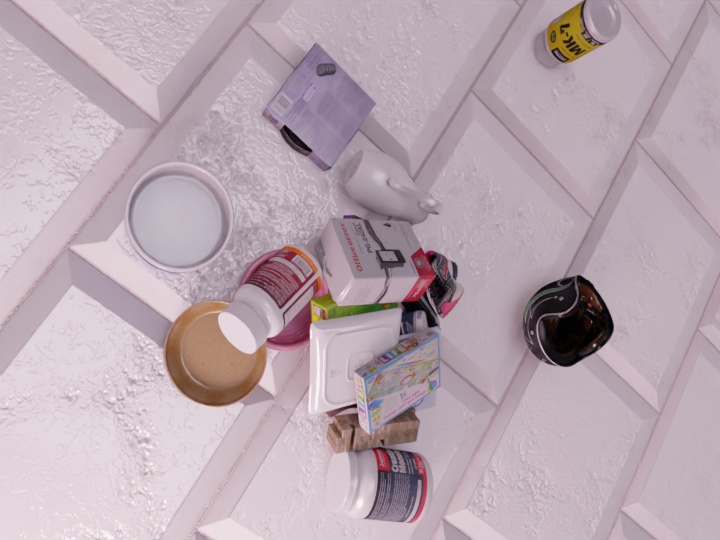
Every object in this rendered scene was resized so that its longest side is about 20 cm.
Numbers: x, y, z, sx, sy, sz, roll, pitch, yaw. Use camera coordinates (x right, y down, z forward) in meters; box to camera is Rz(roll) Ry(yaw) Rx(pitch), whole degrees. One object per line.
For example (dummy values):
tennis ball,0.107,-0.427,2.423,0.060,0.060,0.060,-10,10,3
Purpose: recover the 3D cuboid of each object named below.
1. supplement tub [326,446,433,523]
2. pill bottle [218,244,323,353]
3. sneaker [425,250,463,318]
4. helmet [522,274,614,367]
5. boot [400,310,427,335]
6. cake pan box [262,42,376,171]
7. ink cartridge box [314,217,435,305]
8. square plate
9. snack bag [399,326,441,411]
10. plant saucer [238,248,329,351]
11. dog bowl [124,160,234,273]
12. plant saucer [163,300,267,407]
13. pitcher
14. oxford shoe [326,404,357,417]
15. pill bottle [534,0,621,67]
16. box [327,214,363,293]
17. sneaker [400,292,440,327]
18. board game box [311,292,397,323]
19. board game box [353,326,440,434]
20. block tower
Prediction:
supplement tub,0.040,0.442,1.204,0.195,0.140,0.145,15,82,-22
pill bottle,-0.163,0.051,1.068,0.111,0.108,0.200,53,51,-12
sneaker,0.172,0.030,1.274,0.074,0.202,0.081,32,114,-17
helmet,0.483,0.125,1.388,0.198,0.190,0.203,30,38,-27
boot,0.109,0.182,1.295,0.088,0.073,0.206,-2,111,18
cake pan box,-0.087,-0.344,1.239,0.183,0.052,0.203,38,73,-15
ink cartridge box,0.027,-0.018,1.127,0.195,0.084,0.148,-1,53,-34
square plate,-0.006,0.182,1.132,0.193,0.028,0.206,-8,113,-25
snack bag,0.083,0.220,1.220,0.183,0.021,0.206,-8,113,-22
plant saucer,-0.157,0.060,1.186,0.195,0.051,0.207,1,86,-23
dog bowl,-0.343,-0.097,1.098,0.195,0.078,0.207,2,86,-23
plant saucer,-0.275,0.157,1.113,0.194,0.035,0.207,0,95,-4
pitcher,0.072,-0.172,1.233,0.197,0.171,0.124,28,82,-20
oxford shoe,0.003,0.247,1.247,0.195,0.071,0.074,-20,114,-19
pill bottle,0.533,-0.588,1.440,0.111,0.199,0.118,2,86,-23
box,0.000,0.000,1.236,0.135,0.038,0.206,20,78,-47
sneaker,0.132,0.054,1.301,0.203,0.071,0.083,58,46,-21
board game box,-0.008,0.082,1.168,0.197,0.047,0.105,-20,120,-38
board game box,0.078,0.217,1.153,0.197,0.034,0.138,-25,123,-31
block tower,0.032,0.327,1.193,0.195,0.058,0.056,-2,111,-26
